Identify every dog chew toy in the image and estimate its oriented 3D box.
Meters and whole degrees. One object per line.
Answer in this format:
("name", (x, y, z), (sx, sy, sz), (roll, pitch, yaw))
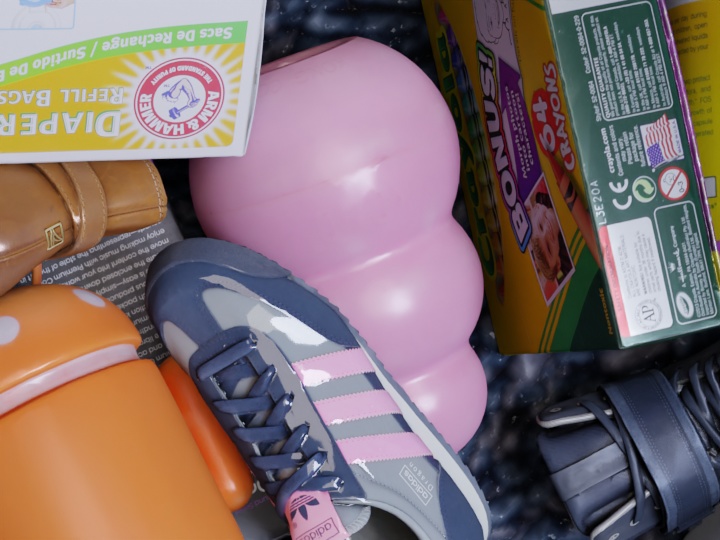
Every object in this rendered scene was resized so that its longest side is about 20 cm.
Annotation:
("dog chew toy", (0.000, 0.000, 0.962), (0.124, 0.124, 0.202), (-21, 100, -11))

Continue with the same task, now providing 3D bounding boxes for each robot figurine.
("robot figurine", (-0.123, 0.093, 0.888), (0.143, 0.117, 0.201), (-28, 82, 2))

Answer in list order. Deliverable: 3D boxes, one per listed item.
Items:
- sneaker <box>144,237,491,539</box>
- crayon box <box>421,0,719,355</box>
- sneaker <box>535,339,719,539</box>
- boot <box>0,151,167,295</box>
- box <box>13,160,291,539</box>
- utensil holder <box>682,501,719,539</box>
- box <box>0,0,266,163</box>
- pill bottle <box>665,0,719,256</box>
("sneaker", (-0.020, 0.073, 0.893), (0.200, 0.082, 0.070), (45, 123, -14))
("crayon box", (0.088, -0.066, 0.949), (0.058, 0.172, 0.202), (-12, 89, -14))
("sneaker", (0.157, 0.066, 0.946), (0.145, 0.202, 0.078), (-20, 77, -8))
("boot", (-0.188, -0.040, 0.912), (0.154, 0.199, 0.077), (-19, 113, -29))
("box", (-0.128, 0.056, 0.973), (0.142, 0.036, 0.202), (-23, 91, -10))
("utensil holder", (0.261, 0.179, 0.979), (0.169, 0.170, 0.201), (-33, 91, -11))
("box", (-0.146, -0.114, 0.869), (0.198, 0.113, 0.102), (-3, 125, -19))
("pill bottle", (0.197, -0.088, 1.007), (0.103, 0.104, 0.202), (-3, 88, -11))
